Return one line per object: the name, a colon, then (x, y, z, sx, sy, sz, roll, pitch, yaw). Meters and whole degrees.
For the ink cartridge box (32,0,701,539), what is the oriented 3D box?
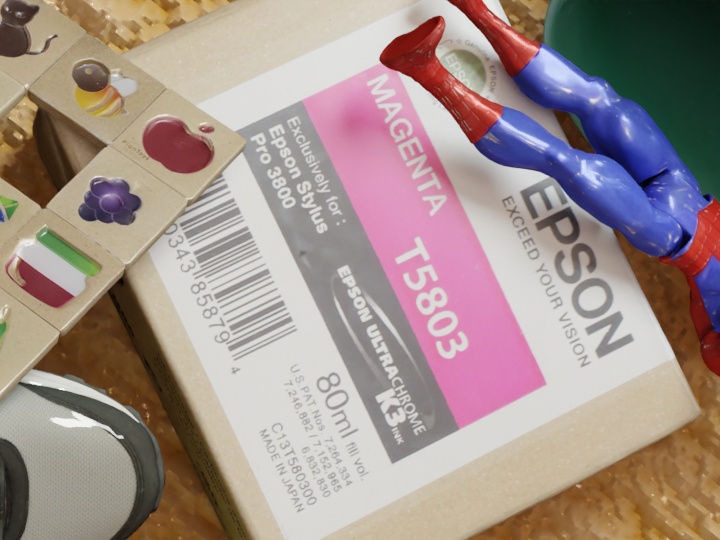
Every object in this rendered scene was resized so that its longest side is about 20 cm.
ink cartridge box: (0.000, 0.000, 0.830, 0.164, 0.075, 0.201, -26, 87, -12)

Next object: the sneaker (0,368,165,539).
sneaker: (-0.152, 0.075, 0.708, 0.198, 0.079, 0.075, -3, 109, -22)

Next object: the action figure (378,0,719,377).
action figure: (0.110, -0.031, 0.777, 0.200, 0.099, 0.065, 43, 56, -17)

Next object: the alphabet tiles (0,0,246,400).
alphabet tiles: (-0.162, -0.045, 0.747, 0.199, 0.008, 0.167, 34, 54, 11)

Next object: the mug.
mug: (0.145, -0.104, 0.824, 0.185, 0.152, 0.115, 46, 60, -20)
